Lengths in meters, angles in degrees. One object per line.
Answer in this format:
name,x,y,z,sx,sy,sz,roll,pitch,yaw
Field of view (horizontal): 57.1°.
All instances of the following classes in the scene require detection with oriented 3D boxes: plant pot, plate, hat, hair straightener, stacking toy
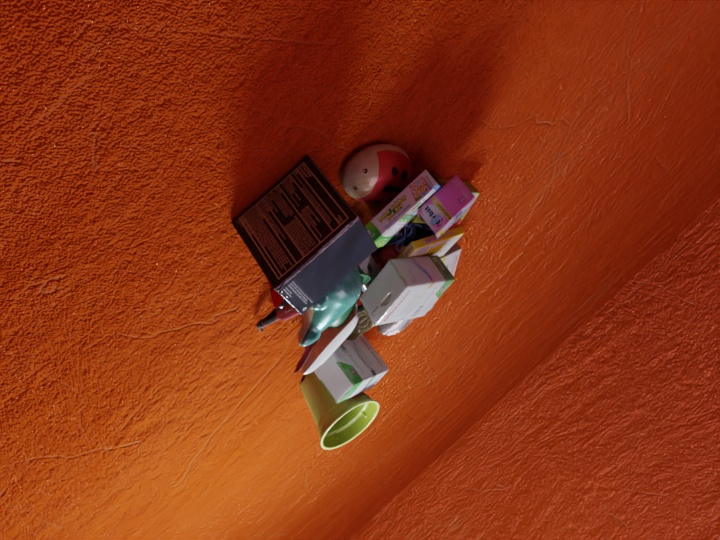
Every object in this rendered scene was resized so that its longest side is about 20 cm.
plant pot,-0.074,0.365,1.875,0.197,0.186,0.203,-27,148,-19
plate,-0.067,0.151,1.627,0.200,0.032,0.200,-48,-166,12
hat,-0.051,0.119,1.516,0.162,0.182,0.198,0,162,-37
hair straightener,-0.168,0.094,1.488,0.198,0.041,0.077,-35,-177,43
stacking toy,0.070,0.014,1.698,0.084,0.086,0.204,-23,140,-25

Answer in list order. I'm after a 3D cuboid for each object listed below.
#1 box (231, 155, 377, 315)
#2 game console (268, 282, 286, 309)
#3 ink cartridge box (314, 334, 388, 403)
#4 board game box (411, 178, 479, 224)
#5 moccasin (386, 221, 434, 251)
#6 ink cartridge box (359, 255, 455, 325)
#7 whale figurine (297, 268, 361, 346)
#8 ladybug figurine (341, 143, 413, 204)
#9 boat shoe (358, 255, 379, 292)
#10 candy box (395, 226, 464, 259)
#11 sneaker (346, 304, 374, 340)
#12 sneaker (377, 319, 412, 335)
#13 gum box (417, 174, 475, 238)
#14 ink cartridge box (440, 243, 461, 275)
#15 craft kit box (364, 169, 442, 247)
box,-0.105,-0.067,1.249,0.197,0.201,0.124,-40,146,1
game console,-0.099,-0.015,1.423,0.117,0.174,0.201,29,110,-30
ink cartridge box,-0.031,0.256,1.787,0.083,0.147,0.198,-48,160,24
board game box,0.200,-0.169,1.626,0.197,0.048,0.103,-3,134,-47
moccasin,0.112,-0.097,1.597,0.196,0.069,0.082,-15,142,-38
ink cartridge box,0.113,0.045,1.603,0.197,0.088,0.146,-9,145,-48
whale figurine,-0.063,0.069,1.376,0.159,0.101,0.205,-14,127,-80
ladybug figurine,0.047,-0.194,1.392,0.196,0.072,0.138,-6,135,-45
boat shoe,0.000,0.000,1.606,0.202,0.062,0.072,69,39,-53
candy box,0.169,-0.054,1.646,0.197,0.027,0.102,-19,160,-43
sneaker,0.009,0.123,1.712,0.089,0.068,0.199,-34,-178,-32
sneaker,0.123,0.105,1.889,0.198,0.076,0.082,-36,139,-17
gum box,0.191,-0.138,1.478,0.113,0.066,0.200,-43,174,6
ink cartridge box,0.204,-0.022,1.802,0.196,0.068,0.117,-26,148,-24
craft kit box,0.091,-0.128,1.420,0.197,0.049,0.200,-45,175,10
